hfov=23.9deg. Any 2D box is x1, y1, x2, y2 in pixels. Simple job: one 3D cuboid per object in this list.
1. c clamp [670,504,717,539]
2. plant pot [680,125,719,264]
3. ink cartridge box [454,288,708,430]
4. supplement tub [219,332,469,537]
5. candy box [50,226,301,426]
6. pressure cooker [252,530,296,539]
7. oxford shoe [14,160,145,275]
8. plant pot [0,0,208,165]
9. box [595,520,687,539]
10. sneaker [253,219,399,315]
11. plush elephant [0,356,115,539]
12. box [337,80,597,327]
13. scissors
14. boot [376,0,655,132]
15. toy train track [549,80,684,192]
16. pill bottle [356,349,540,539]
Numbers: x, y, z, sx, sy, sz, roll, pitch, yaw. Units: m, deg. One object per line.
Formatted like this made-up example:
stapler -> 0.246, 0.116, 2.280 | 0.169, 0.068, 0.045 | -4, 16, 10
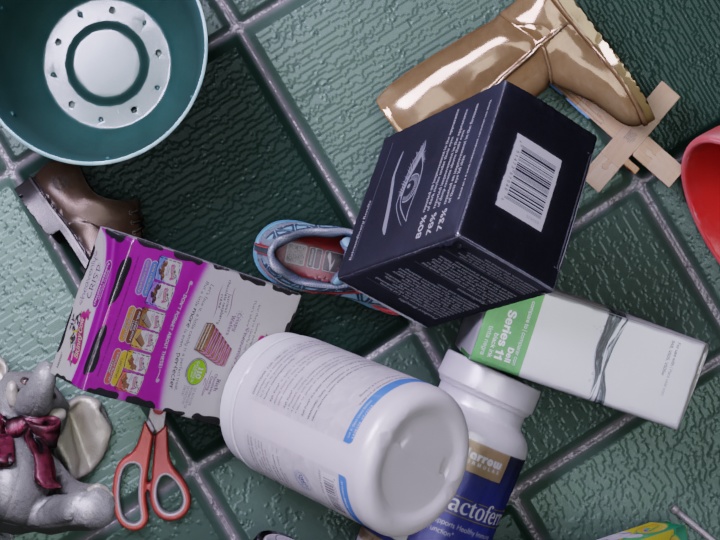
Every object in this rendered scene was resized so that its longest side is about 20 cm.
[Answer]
c clamp -> 0.420, 0.216, 1.602 | 0.171, 0.027, 0.200 | 45, 89, -2
plant pot -> 0.415, -0.080, 1.525 | 0.176, 0.200, 0.202 | -34, 92, -14
ink cartridge box -> 0.195, 0.067, 1.529 | 0.198, 0.147, 0.084 | 19, 92, -2
supplement tub -> -0.015, 0.139, 1.475 | 0.131, 0.199, 0.134 | -15, 114, -38
candy box -> -0.160, 0.055, 1.500 | 0.199, 0.061, 0.138 | 21, 89, -42
pressure cooker -> -0.062, 0.329, 1.498 | 0.178, 0.176, 0.201 | 39, 98, 3
oxford shoe -> -0.220, -0.022, 1.544 | 0.084, 0.073, 0.201 | -39, 93, -6
plant pot -> -0.230, -0.189, 1.495 | 0.198, 0.161, 0.203 | 0, 90, -3
box -> 0.241, 0.298, 1.532 | 0.199, 0.048, 0.119 | -8, 92, -47
sneaker -> 0.000, 0.000, 1.542 | 0.197, 0.096, 0.080 | 4, 92, -3
plush elephant -> -0.299, 0.150, 1.509 | 0.163, 0.200, 0.157 | 16, 67, -16
box -> 0.087, -0.051, 1.440 | 0.104, 0.199, 0.149 | 28, 68, -22
scissors -> -0.195, 0.139, 1.575 | 0.072, 0.014, 0.203 | -1, 92, -1
boot -> 0.143, -0.150, 1.552 | 0.199, 0.066, 0.176 | -38, 88, 11
toy train track -> 0.219, -0.152, 1.587 | 0.200, 0.033, 0.115 | 42, 96, 3
pill bottle -> 0.083, 0.182, 1.540 | 0.115, 0.116, 0.202 | 22, 90, -3
